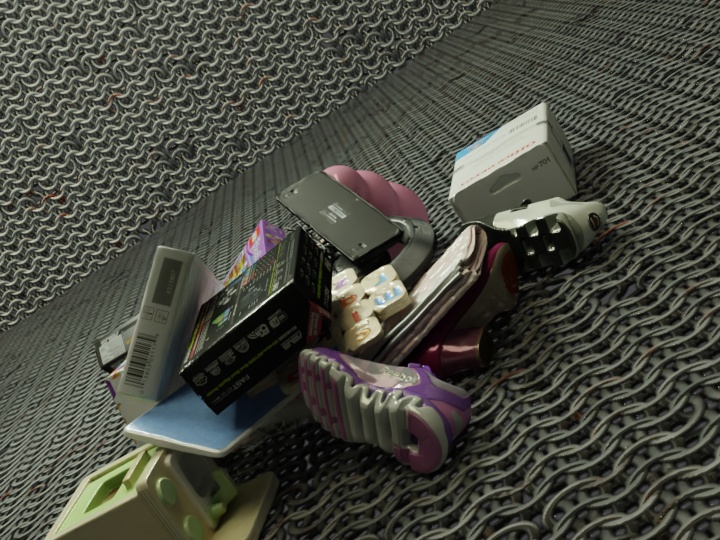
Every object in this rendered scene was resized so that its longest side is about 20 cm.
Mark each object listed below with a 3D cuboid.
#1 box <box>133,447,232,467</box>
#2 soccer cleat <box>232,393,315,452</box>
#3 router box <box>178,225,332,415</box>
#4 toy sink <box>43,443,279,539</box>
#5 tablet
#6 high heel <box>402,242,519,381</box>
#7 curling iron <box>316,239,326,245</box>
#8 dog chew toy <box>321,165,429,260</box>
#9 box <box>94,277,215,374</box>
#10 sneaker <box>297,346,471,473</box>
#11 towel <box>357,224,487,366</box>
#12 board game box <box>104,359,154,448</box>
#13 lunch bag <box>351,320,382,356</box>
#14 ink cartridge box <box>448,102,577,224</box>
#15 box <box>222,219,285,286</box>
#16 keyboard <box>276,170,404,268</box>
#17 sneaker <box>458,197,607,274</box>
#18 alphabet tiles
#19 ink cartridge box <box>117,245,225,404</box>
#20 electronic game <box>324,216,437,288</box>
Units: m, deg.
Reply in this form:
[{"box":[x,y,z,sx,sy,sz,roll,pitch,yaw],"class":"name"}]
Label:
[{"box":[-0.229,0.234,1.454,0.199,0.033,0.121,-21,19,36],"class":"box"},{"box":[-0.115,0.165,1.345,0.198,0.069,0.086,-2,51,35],"class":"soccer cleat"},{"box":[-0.103,0.047,1.244,0.149,0.062,0.200,-37,14,11],"class":"router box"},{"box":[-0.201,0.240,1.215,0.199,0.113,0.131,-28,16,19],"class":"toy sink"},{"box":[-0.139,0.137,1.254,0.129,0.014,0.200,7,25,28],"class":"tablet"},{"box":[0.106,0.039,1.268,0.095,0.068,0.201,-12,27,29],"class":"high heel"},{"box":[-0.076,-0.014,1.521,0.201,0.049,0.026,-54,-14,10],"class":"curling iron"},{"box":[0.006,-0.076,1.603,0.123,0.199,0.126,-17,60,31],"class":"dog chew toy"},{"box":[-0.252,0.099,1.707,0.199,0.158,0.049,-31,56,11],"class":"box"},{"box":[0.025,0.117,1.127,0.199,0.081,0.088,21,39,40],"class":"sneaker"},{"box":[0.059,0.045,1.284,0.200,0.032,0.191,-48,2,15],"class":"towel"},{"box":[-0.243,0.144,1.546,0.104,0.104,0.200,-25,5,2],"class":"board game box"},{"box":[-0.058,0.068,1.521,0.199,0.083,0.161,-27,21,30],"class":"lunch bag"},{"box":[0.200,-0.128,1.572,0.145,0.086,0.200,-29,17,18],"class":"ink cartridge box"},{"box":[-0.136,0.040,1.481,0.138,0.039,0.201,-56,21,20],"class":"box"},{"box":[-0.035,-0.051,1.445,0.103,0.040,0.200,-30,38,-17],"class":"keyboard"},{"box":[0.196,-0.041,1.353,0.088,0.075,0.199,-32,17,-33],"class":"sneaker"},{"box":[-0.041,0.063,1.281,0.199,0.015,0.196,-30,22,0],"class":"alphabet tiles"},{"box":[-0.208,0.073,1.350,0.200,0.056,0.165,91,-168,-80],"class":"ink cartridge box"},{"box":[0.000,0.000,1.419,0.198,0.042,0.201,-25,25,12],"class":"electronic game"}]
